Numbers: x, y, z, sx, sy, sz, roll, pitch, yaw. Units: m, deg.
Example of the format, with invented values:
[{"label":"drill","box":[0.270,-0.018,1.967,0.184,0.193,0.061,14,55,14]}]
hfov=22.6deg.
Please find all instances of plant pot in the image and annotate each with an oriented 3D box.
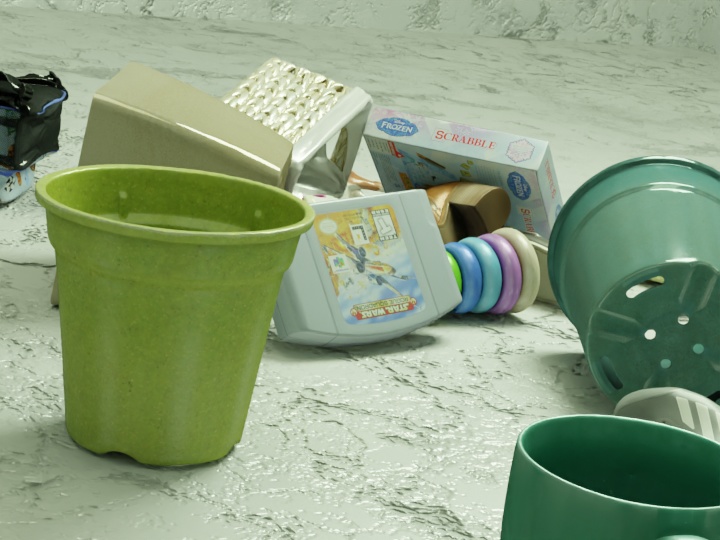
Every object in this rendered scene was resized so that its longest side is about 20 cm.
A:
[{"label":"plant pot","box":[-0.142,0.035,1.312,0.200,0.184,0.200,6,15,-2]},{"label":"plant pot","box":[0.265,0.026,1.575,0.200,0.200,0.196,8,23,1]},{"label":"plant pot","box":[-0.166,-0.065,1.684,0.177,0.200,0.200,14,15,-1]}]

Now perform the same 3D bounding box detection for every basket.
[{"label":"basket","box":[-0.091,-0.118,1.859,0.123,0.136,0.200,26,34,12]}]

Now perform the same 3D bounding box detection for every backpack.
[{"label":"backpack","box":[-0.434,-0.159,1.976,0.190,0.154,0.200,16,9,1]}]

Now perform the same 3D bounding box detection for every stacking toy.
[{"label":"stacking toy","box":[0.072,0.011,1.734,0.200,0.085,0.085,-8,21,-32]}]

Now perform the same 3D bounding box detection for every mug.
[{"label":"mug","box":[0.155,0.170,1.082,0.152,0.115,0.185,13,16,20]}]

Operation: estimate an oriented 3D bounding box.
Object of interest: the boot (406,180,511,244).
[{"label":"boot","box":[0.041,-0.034,1.858,0.200,0.077,0.155,-42,27,-29]}]

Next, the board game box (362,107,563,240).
[{"label":"board game box","box":[0.119,-0.087,1.951,0.199,0.041,0.200,14,-26,21]}]

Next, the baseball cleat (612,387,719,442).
[{"label":"baseball cleat","box":[0.254,0.139,1.337,0.200,0.070,0.106,19,18,40]}]

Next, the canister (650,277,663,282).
[{"label":"canister","box":[0.398,-0.017,1.976,0.200,0.087,0.148,16,16,35]}]

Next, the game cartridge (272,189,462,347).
[{"label":"game cartridge","box":[0.000,0.000,1.630,0.200,0.133,0.042,-10,-18,-38]}]

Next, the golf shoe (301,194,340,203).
[{"label":"golf shoe","box":[-0.032,-0.044,1.793,0.091,0.075,0.200,25,-7,-6]}]

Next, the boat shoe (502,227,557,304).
[{"label":"boat shoe","box":[0.169,-0.016,1.881,0.200,0.067,0.057,17,33,42]}]

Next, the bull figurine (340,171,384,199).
[{"label":"bull figurine","box":[-0.044,-0.074,2.016,0.121,0.065,0.200,21,24,20]}]
